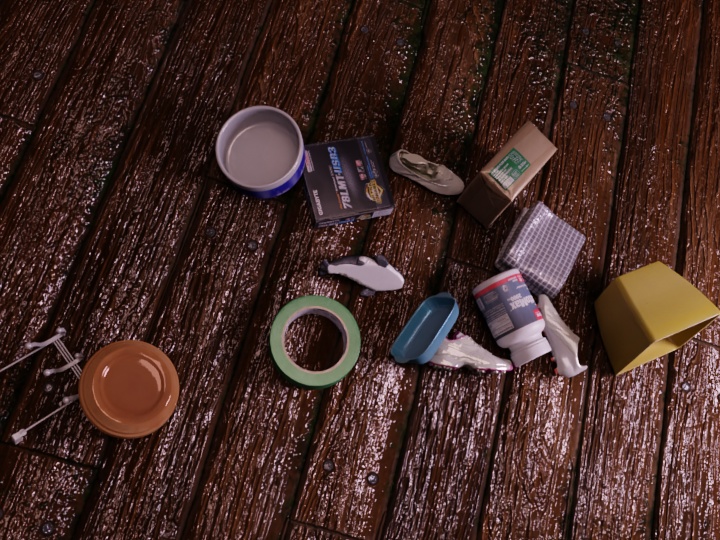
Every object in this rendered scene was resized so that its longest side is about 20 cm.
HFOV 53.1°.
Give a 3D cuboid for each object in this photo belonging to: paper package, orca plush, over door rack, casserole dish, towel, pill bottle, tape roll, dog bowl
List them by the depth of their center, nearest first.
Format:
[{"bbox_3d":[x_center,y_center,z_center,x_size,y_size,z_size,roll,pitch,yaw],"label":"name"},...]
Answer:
[{"bbox_3d":[-0.642,0.225,1.432,0.199,0.067,0.148,-36,81,-20],"label":"over door rack"},{"bbox_3d":[-0.101,0.156,1.574,0.198,0.048,0.202,4,71,-10],"label":"tape roll"},{"bbox_3d":[0.148,0.136,1.603,0.039,0.121,0.200,48,65,-25],"label":"casserole dish"},{"bbox_3d":[0.350,0.110,1.643,0.119,0.120,0.201,-21,77,-17],"label":"pill bottle"},{"bbox_3d":[0.000,0.000,1.654,0.198,0.071,0.106,-2,116,-8],"label":"orca plush"},{"bbox_3d":[-0.227,-0.270,1.654,0.198,0.079,0.202,-1,76,3],"label":"dog bowl"},{"bbox_3d":[0.347,-0.226,1.718,0.103,0.191,0.200,42,70,5],"label":"paper package"},{"bbox_3d":[0.436,-0.051,1.734,0.165,0.086,0.201,33,68,0],"label":"towel"}]

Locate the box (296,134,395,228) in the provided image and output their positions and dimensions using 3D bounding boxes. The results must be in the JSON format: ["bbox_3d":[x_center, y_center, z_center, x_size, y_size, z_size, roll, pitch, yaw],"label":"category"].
[{"bbox_3d":[-0.038,-0.214,1.714,0.197,0.050,0.202,-10,73,-15],"label":"box"}]

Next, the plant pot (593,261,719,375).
[{"bbox_3d":[0.667,0.099,1.680,0.198,0.200,0.177,-18,65,-16],"label":"plant pot"}]

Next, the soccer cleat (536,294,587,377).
[{"bbox_3d":[0.465,0.147,1.676,0.077,0.069,0.202,-18,80,12],"label":"soccer cleat"}]

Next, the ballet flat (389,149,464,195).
[{"bbox_3d":[0.166,-0.240,1.754,0.198,0.069,0.070,22,69,-4],"label":"ballet flat"}]

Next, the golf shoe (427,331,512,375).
[{"bbox_3d":[0.249,0.185,1.618,0.198,0.075,0.092,9,76,-10],"label":"golf shoe"}]

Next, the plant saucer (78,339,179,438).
[{"bbox_3d":[-0.462,0.234,1.452,0.198,0.037,0.202,12,63,-25],"label":"plant saucer"}]
